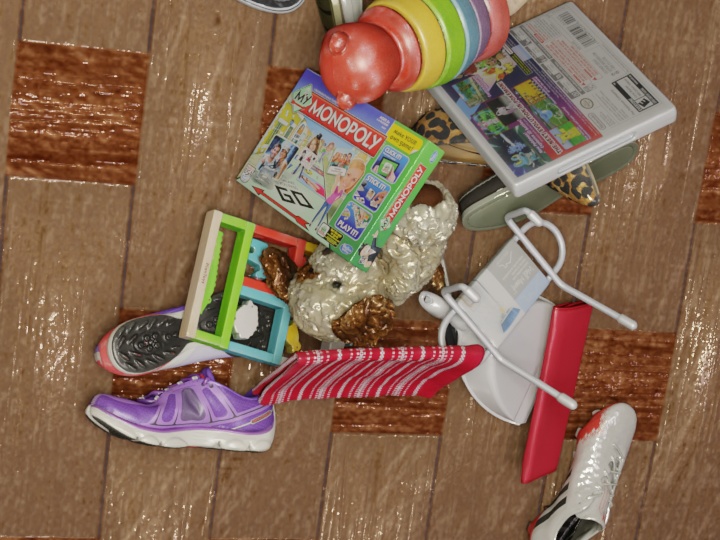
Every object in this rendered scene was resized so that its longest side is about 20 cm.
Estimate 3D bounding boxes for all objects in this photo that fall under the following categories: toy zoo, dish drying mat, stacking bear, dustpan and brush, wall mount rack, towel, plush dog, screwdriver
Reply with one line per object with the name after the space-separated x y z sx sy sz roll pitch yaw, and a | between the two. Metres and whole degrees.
-0.078 0.031 1.600 0.199 0.020 0.132 18 75 -29 | toy zoo
0.212 0.131 1.737 0.077 0.018 0.201 -11 115 -55 | dish drying mat
0.039 -0.218 1.504 0.200 0.113 0.122 -31 130 -38 | stacking bear
0.131 0.067 1.678 0.200 0.057 0.140 34 77 -49 | dustpan and brush
0.179 0.040 1.628 0.174 0.074 0.200 48 66 -13 | wall mount rack
0.008 0.102 1.561 0.199 0.145 0.023 -1 71 -23 | towel
0.000 0.000 1.555 0.172 0.200 0.161 -42 130 -22 | plush dog
0.090 0.018 1.680 0.029 0.028 0.201 -35 118 -37 | screwdriver

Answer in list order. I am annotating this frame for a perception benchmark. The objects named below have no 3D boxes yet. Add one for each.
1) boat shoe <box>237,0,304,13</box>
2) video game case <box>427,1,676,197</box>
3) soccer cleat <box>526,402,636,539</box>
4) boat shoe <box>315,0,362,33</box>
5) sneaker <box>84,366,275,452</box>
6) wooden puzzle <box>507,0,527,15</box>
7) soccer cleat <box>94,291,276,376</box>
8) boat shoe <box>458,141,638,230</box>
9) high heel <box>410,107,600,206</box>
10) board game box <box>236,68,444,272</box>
-0.125 -0.313 1.500 0.200 0.068 0.072 41 89 -23 | boat shoe
0.183 -0.174 1.577 0.182 0.200 0.023 -25 139 -10 | video game case
0.257 0.242 1.764 0.068 0.085 0.201 29 95 -27 | soccer cleat
-0.012 -0.299 1.538 0.068 0.075 0.201 -15 111 -13 | boat shoe
-0.182 0.138 1.611 0.199 0.081 0.084 6 86 -27 | sneaker
0.153 -0.384 1.589 0.200 0.046 0.185 -42 112 1 | wooden puzzle
-0.171 0.064 1.595 0.199 0.073 0.069 -12 90 -33 | soccer cleat
0.189 -0.106 1.666 0.200 0.061 0.072 -24 154 -3 | boat shoe
0.138 -0.102 1.586 0.142 0.200 0.072 -27 140 -12 | high heel
-0.024 -0.100 1.523 0.029 0.200 0.135 30 94 -46 | board game box
